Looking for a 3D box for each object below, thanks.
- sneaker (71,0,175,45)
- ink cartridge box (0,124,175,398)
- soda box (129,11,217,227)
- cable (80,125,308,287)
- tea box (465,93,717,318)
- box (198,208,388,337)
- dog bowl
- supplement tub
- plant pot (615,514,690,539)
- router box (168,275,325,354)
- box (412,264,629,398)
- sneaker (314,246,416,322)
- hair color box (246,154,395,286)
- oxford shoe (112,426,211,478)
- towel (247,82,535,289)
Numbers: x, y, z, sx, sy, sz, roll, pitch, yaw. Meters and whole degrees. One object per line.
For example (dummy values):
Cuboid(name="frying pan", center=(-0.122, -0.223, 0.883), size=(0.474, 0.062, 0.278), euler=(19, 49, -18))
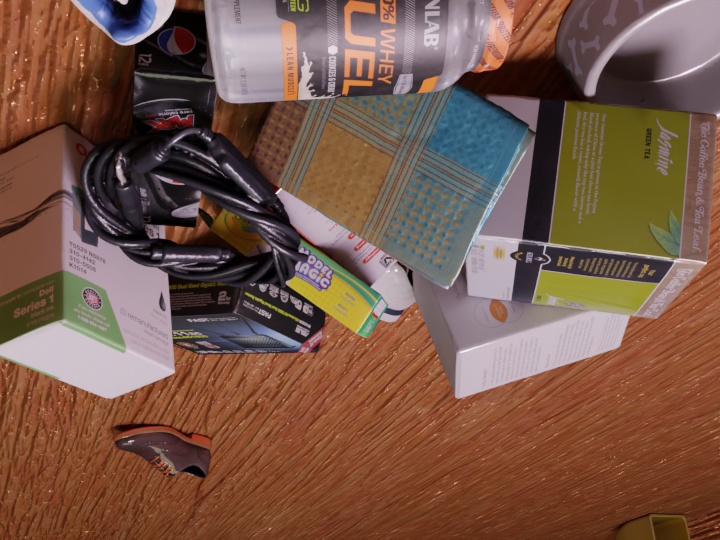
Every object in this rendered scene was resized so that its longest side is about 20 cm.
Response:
Cuboid(name="sneaker", center=(-0.128, -0.218, 0.433), size=(0.080, 0.148, 0.200), euler=(-2, 151, -11))
Cuboid(name="ink cartridge box", center=(-0.246, -0.007, 0.735), size=(0.084, 0.201, 0.146), euler=(-21, 150, 17))
Cuboid(name="soda box", center=(-0.160, -0.118, 0.686), size=(0.063, 0.071, 0.200), euler=(2, 149, -15))
Cuboid(name="cable", center=(-0.136, -0.035, 0.684), size=(0.162, 0.051, 0.200), euler=(-18, 138, 26))
Cuboid(name="tea box", center=(0.200, -0.050, 0.754), size=(0.195, 0.135, 0.200), euler=(8, 165, 10))
Cuboid(name="box", center=(-0.067, -0.009, 0.814), size=(0.199, 0.049, 0.117), euler=(33, 177, 8))
Cuboid(name="dog bowl", center=(0.267, -0.188, 0.683), size=(0.198, 0.059, 0.201), euler=(-7, 151, -4))
Cuboid(name="supplement tub", center=(-0.004, -0.181, 0.559), size=(0.198, 0.123, 0.123), euler=(-5, 152, -6))
Cuboid(name="plant pot", center=(0.996, 0.953, 2.815), size=(0.194, 0.196, 0.200), euler=(11, 152, -31))
Cuboid(name="router box", center=(-0.161, 0.048, 0.942), size=(0.199, 0.063, 0.150), euler=(-6, 156, 34))
Cuboid(name="box", center=(0.173, 0.027, 0.908), size=(0.198, 0.153, 0.107), euler=(-16, 145, -6))
Cuboid(name="sneaker", center=(0.000, 0.000, 0.955), size=(0.199, 0.077, 0.080), euler=(13, 137, -45))
Cuboid(name="hair color box", center=(-0.016, -0.070, 0.783), size=(0.101, 0.061, 0.200), euler=(-44, 143, 4))
Cuboid(name="oxford shoe", center=(-0.340, 0.320, 1.432), size=(0.071, 0.073, 0.199), euler=(-29, 145, 35))
Cuboid(name="towel", center=(0.019, -0.096, 0.652), size=(0.199, 0.022, 0.147), euler=(30, 110, 6))
